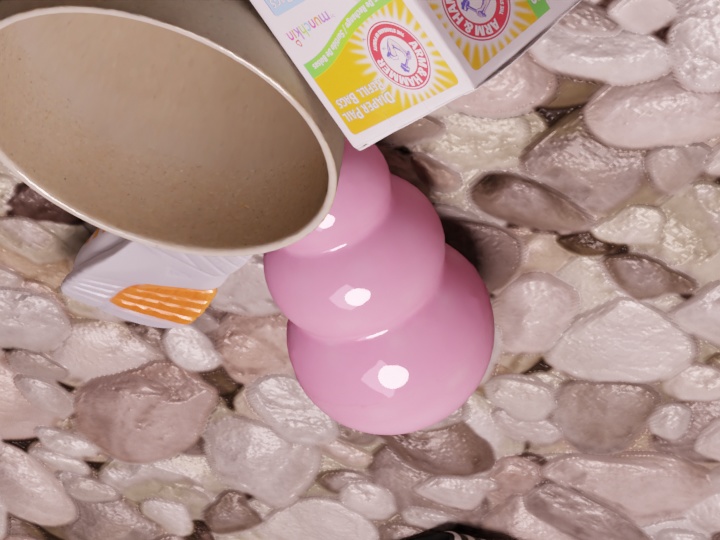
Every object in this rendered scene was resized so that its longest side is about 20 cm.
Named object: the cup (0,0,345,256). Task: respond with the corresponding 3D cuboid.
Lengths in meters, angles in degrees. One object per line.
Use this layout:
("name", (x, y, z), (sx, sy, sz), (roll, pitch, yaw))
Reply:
("cup", (-0.089, -0.122, 1.416), (0.200, 0.143, 0.200), (13, 147, 9))

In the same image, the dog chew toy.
("dog chew toy", (0.000, 0.000, 1.578), (0.124, 0.125, 0.200), (-8, 130, 23))

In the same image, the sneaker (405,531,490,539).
("sneaker", (0.053, 0.246, 1.912), (0.115, 0.076, 0.201), (24, 133, -1))

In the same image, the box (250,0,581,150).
("box", (0.001, -0.175, 1.296), (0.200, 0.101, 0.112), (55, 146, -9))

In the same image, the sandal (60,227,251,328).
("sandal", (-0.109, -0.019, 1.620), (0.079, 0.059, 0.207), (22, 154, -21))
